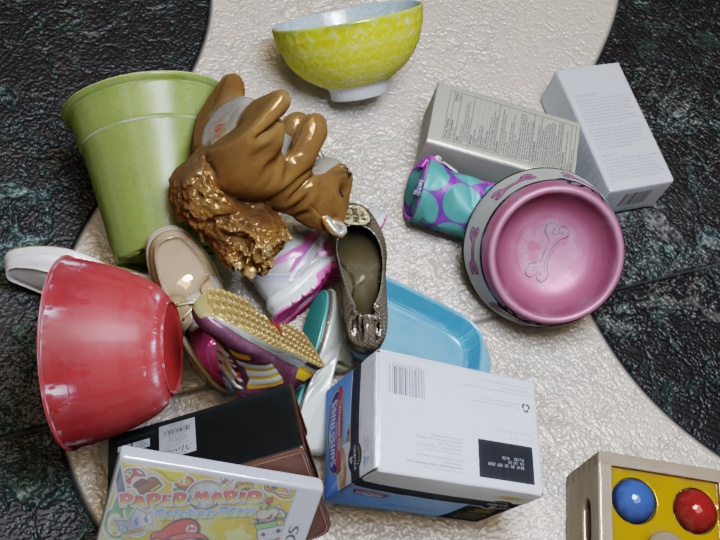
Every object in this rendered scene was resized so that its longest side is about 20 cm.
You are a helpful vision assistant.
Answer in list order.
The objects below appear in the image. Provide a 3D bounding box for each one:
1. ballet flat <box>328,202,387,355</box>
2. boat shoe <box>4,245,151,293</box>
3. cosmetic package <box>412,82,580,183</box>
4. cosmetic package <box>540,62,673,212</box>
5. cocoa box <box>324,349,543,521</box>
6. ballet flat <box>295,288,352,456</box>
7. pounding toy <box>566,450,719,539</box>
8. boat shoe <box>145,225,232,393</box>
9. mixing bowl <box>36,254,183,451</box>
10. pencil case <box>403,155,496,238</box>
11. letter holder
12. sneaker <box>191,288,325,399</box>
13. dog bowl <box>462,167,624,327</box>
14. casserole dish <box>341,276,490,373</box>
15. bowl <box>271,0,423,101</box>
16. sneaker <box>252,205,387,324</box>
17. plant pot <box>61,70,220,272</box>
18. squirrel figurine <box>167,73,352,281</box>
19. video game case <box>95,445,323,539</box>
[{"bbox_3d":[0.000,0.000,1.168,0.067,0.046,0.200,-1,57,-4],"label":"ballet flat"},{"bbox_3d":[-0.309,0.027,1.167,0.200,0.071,0.069,13,59,-7],"label":"boat shoe"},{"bbox_3d":[0.178,-0.160,1.362,0.200,0.087,0.104,17,62,-5],"label":"cosmetic package"},{"bbox_3d":[0.335,-0.181,1.416,0.101,0.071,0.200,-9,66,-17],"label":"cosmetic package"},{"bbox_3d":[0.075,0.184,1.113,0.200,0.131,0.134,13,60,-23],"label":"cocoa box"},{"bbox_3d":[-0.045,0.121,1.188,0.069,0.069,0.200,16,65,-4],"label":"ballet flat"},{"bbox_3d":[0.335,0.312,1.119,0.184,0.142,0.200,10,61,-7],"label":"pounding toy"},{"bbox_3d":[-0.172,0.046,1.127,0.074,0.069,0.200,-28,113,-12],"label":"boat shoe"},{"bbox_3d":[-0.243,0.082,1.049,0.108,0.200,0.201,-2,63,2],"label":"mixing bowl"},{"bbox_3d":[0.158,-0.082,1.316,0.200,0.093,0.085,14,16,-6],"label":"pencil case"},{"bbox_3d":[-0.144,0.227,1.077,0.200,0.142,0.101,-16,35,-2],"label":"letter holder"},{"bbox_3d":[-0.120,0.090,1.072,0.090,0.200,0.075,-44,51,9],"label":"sneaker"},{"bbox_3d":[0.229,-0.023,1.252,0.200,0.074,0.201,-1,99,-6],"label":"dog bowl"},{"bbox_3d":[0.060,0.082,1.212,0.200,0.039,0.121,26,45,-15],"label":"casserole dish"},{"bbox_3d":[-0.009,-0.284,1.361,0.200,0.200,0.108,-17,110,-20],"label":"bowl"},{"bbox_3d":[-0.052,-0.026,1.246,0.200,0.081,0.088,-37,77,-27],"label":"sneaker"},{"bbox_3d":[-0.234,-0.103,1.203,0.200,0.200,0.190,-8,78,-16],"label":"plant pot"},{"bbox_3d":[-0.102,-0.087,1.140,0.187,0.141,0.200,42,76,-36],"label":"squirrel figurine"},{"bbox_3d":[-0.156,0.267,1.014,0.200,0.182,0.023,13,22,-15],"label":"video game case"}]
